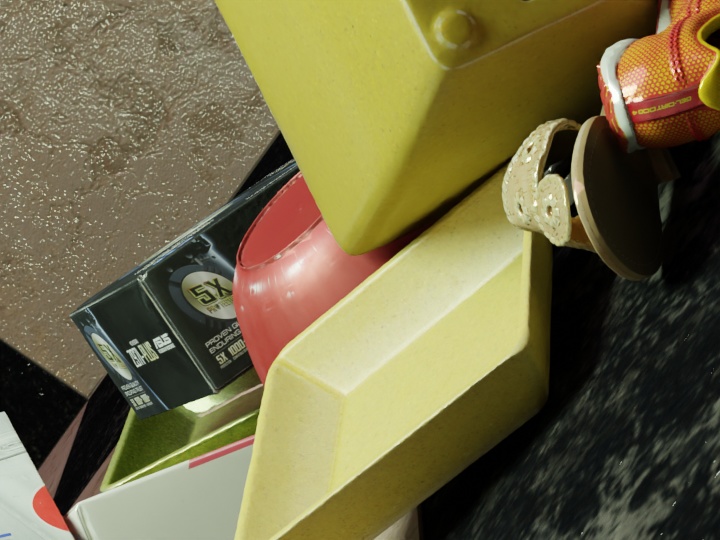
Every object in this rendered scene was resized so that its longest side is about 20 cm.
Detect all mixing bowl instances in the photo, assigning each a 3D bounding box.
[{"bbox_3d":[0.000,0.000,1.576,0.200,0.108,0.200,-41,19,17],"label":"mixing bowl"}]

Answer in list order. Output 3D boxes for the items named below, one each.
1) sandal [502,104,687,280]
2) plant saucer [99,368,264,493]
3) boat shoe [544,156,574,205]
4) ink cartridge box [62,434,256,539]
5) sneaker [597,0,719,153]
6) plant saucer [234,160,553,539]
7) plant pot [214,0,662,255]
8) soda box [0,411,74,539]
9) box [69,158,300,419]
[{"bbox_3d":[0.103,-0.039,1.322,0.070,0.078,0.212,-19,15,22],"label":"sandal"},{"bbox_3d":[-0.057,0.080,1.774,0.200,0.048,0.200,-27,14,11],"label":"plant saucer"},{"bbox_3d":[0.107,-0.088,1.639,0.072,0.059,0.200,-54,8,16],"label":"boat shoe"},{"bbox_3d":[-0.105,0.163,1.562,0.146,0.083,0.200,-21,-9,-25],"label":"ink cartridge box"},{"bbox_3d":[0.175,-0.105,1.329,0.077,0.073,0.200,-9,22,24],"label":"sneaker"},{"bbox_3d":[0.029,0.055,1.400,0.200,0.048,0.200,-39,19,24],"label":"plant saucer"},{"bbox_3d":[0.049,-0.147,1.425,0.194,0.196,0.200,-26,-5,-12],"label":"plant pot"},{"bbox_3d":[-0.189,0.155,1.463,0.200,0.068,0.064,-129,34,-54],"label":"soda box"},{"bbox_3d":[-0.062,-0.003,1.748,0.200,0.086,0.164,-36,5,-21],"label":"box"}]
